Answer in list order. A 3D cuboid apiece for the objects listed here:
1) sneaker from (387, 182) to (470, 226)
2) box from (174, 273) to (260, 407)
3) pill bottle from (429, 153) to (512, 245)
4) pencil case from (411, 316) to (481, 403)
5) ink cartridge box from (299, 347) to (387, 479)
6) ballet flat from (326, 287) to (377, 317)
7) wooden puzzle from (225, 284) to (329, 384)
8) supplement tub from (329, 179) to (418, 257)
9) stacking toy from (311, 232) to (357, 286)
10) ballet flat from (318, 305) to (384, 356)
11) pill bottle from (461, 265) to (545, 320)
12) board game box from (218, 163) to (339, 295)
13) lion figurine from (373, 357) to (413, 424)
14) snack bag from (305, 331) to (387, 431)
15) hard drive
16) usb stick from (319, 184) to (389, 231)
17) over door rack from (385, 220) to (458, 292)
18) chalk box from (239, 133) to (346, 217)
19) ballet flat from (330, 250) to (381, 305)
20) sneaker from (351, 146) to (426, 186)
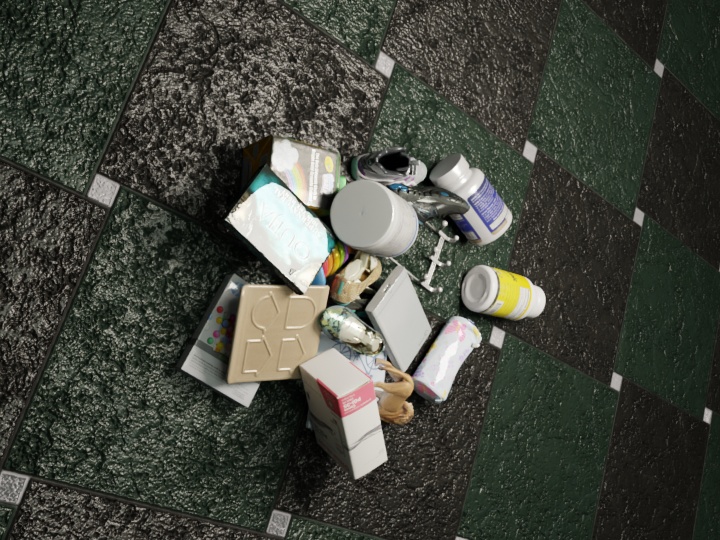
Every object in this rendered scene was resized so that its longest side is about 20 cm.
[{"bbox_3d":[0.143,-0.138,1.530,0.198,0.073,0.083,6,113,-18],"label":"sneaker"},{"bbox_3d":[-0.232,0.132,1.318,0.156,0.041,0.201,38,66,-28],"label":"box"},{"bbox_3d":[0.253,-0.167,1.631,0.200,0.119,0.120,50,62,-23],"label":"pill bottle"},{"bbox_3d":[0.194,0.201,1.585,0.091,0.083,0.200,39,65,-2],"label":"pencil case"},{"bbox_3d":[-0.032,0.272,1.335,0.082,0.146,0.201,-25,121,-26],"label":"ink cartridge box"},{"bbox_3d":[-0.019,0.066,1.463,0.199,0.068,0.069,5,74,-45],"label":"ballet flat"},{"bbox_3d":[-0.157,0.112,1.298,0.199,0.046,0.187,0,108,-40],"label":"wooden puzzle"},{"bbox_3d":[0.031,-0.098,1.377,0.200,0.131,0.133,13,77,-71],"label":"supplement tub"},{"bbox_3d":[-0.064,-0.036,1.422,0.199,0.116,0.111,-22,101,-46],"label":"stacking toy"},{"bbox_3d":[-0.008,0.123,1.381,0.200,0.074,0.075,34,66,-56],"label":"ballet flat"},{"bbox_3d":[0.348,0.059,1.688,0.199,0.111,0.112,14,79,-34],"label":"pill bottle"},{"bbox_3d":[-0.140,-0.071,1.248,0.200,0.028,0.136,45,59,-24],"label":"board game box"},{"bbox_3d":[0.067,0.253,1.428,0.122,0.200,0.073,16,57,-2],"label":"lion figurine"},{"bbox_3d":[-0.024,0.235,1.469,0.187,0.021,0.202,9,85,-34],"label":"snack bag"},{"bbox_3d":[0.085,0.107,1.506,0.132,0.027,0.201,-52,136,-29],"label":"hard drive"},{"bbox_3d":[-0.007,-0.130,1.489,0.199,0.033,0.056,-25,120,-30],"label":"usb stick"},{"bbox_3d":[0.133,-0.057,1.571,0.199,0.066,0.149,32,69,-29],"label":"over door rack"},{"bbox_3d":[-0.120,-0.172,1.369,0.199,0.124,0.126,11,80,-35],"label":"chalk box"},{"bbox_3d":[0.000,0.000,1.430,0.200,0.070,0.066,-54,162,-56],"label":"ballet flat"},{"bbox_3d":[0.093,-0.222,1.509,0.199,0.139,0.078,-6,90,-35],"label":"sneaker"}]
